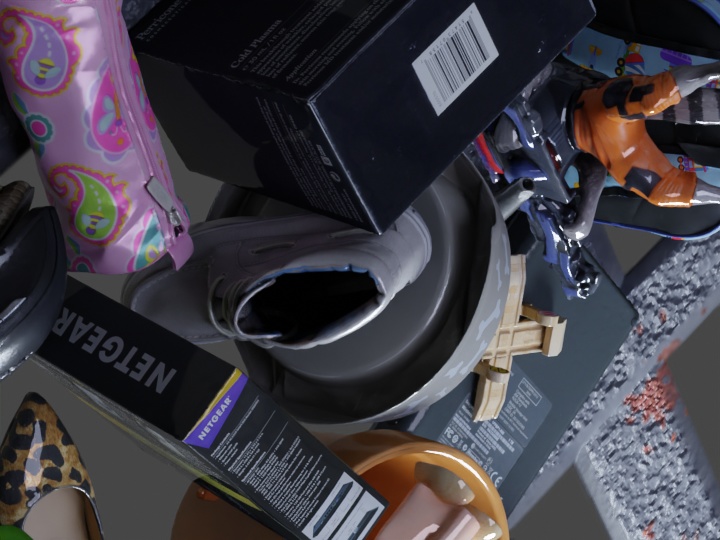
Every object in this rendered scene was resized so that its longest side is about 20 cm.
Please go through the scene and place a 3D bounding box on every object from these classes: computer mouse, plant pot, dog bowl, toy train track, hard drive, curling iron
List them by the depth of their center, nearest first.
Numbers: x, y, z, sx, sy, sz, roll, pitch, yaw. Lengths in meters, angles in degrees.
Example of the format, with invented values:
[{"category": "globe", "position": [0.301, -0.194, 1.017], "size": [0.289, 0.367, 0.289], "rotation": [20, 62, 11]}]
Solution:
[{"category": "computer mouse", "position": [-0.216, 0.064, 1.450], "size": [0.200, 0.046, 0.140], "rotation": [-54, 174, -28]}, {"category": "dog bowl", "position": [0.000, 0.000, 1.569], "size": [0.059, 0.200, 0.200], "rotation": [27, 85, -58]}, {"category": "plant pot", "position": [-0.026, 0.184, 1.639], "size": [0.200, 0.140, 0.200], "rotation": [-16, 114, -39]}, {"category": "curling iron", "position": [0.062, -0.020, 1.640], "size": [0.050, 0.200, 0.026], "rotation": [-29, 81, -27]}, {"category": "toy train track", "position": [0.071, 0.052, 1.704], "size": [0.200, 0.033, 0.115], "rotation": [-6, 110, -44]}, {"category": "hard drive", "position": [0.102, 0.071, 1.792], "size": [0.200, 0.033, 0.140], "rotation": [-55, 133, -14]}]

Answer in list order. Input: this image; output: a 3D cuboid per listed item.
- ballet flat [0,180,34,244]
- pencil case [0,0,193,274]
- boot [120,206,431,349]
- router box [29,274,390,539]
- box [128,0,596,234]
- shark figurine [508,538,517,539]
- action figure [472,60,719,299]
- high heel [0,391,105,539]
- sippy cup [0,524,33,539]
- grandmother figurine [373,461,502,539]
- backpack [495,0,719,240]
[{"category": "ballet flat", "position": [-0.248, 0.026, 1.446], "size": [0.200, 0.046, 0.067], "rotation": [-56, 176, -13]}, {"category": "pencil case", "position": [-0.152, -0.091, 1.467], "size": [0.087, 0.087, 0.200], "rotation": [-33, 123, -30]}, {"category": "boot", "position": [-0.062, 0.010, 1.500], "size": [0.074, 0.200, 0.096], "rotation": [68, 24, -13]}, {"category": "router box", "position": [-0.098, 0.081, 1.495], "size": [0.052, 0.200, 0.157], "rotation": [-54, 133, -9]}, {"category": "box", "position": [-0.002, -0.139, 1.521], "size": [0.200, 0.182, 0.104], "rotation": [-45, 129, -21]}, {"category": "shark figurine", "position": [0.114, 0.235, 1.825], "size": [0.128, 0.090, 0.214], "rotation": [-29, 129, 23]}, {"category": "action figure", "position": [0.149, -0.072, 1.603], "size": [0.105, 0.193, 0.200], "rotation": [-60, 148, -31]}, {"category": "high heel", "position": [-0.152, 0.176, 1.518], "size": [0.071, 0.142, 0.200], "rotation": [-18, 116, -38]}, {"category": "sippy cup", "position": [-0.241, 0.224, 1.470], "size": [0.130, 0.178, 0.140], "rotation": [5, 72, -55]}, {"category": "grandmother figurine", "position": [0.000, 0.206, 1.535], "size": [0.121, 0.061, 0.200], "rotation": [48, 68, -31]}, {"category": "backpack", "position": [0.194, -0.115, 1.693], "size": [0.134, 0.200, 0.183], "rotation": [-18, 112, -41]}]
